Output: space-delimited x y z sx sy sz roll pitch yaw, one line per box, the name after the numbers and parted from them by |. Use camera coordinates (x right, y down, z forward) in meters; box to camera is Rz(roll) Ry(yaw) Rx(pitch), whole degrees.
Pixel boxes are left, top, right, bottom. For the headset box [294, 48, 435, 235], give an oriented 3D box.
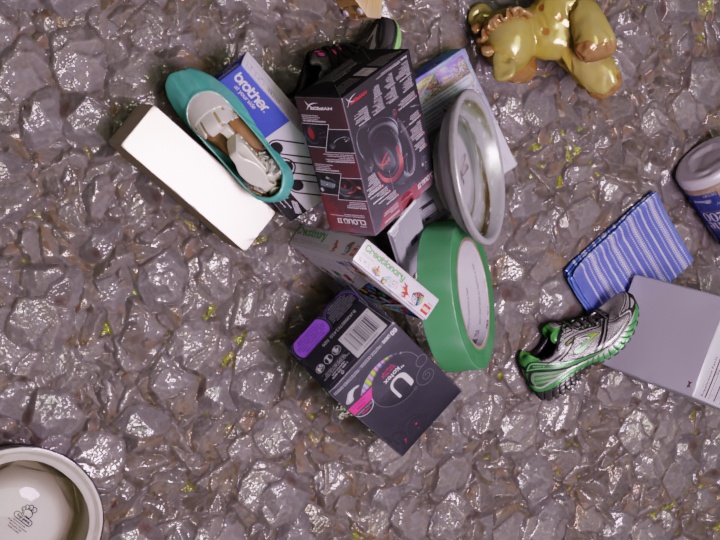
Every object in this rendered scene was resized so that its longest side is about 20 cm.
0.013 -0.148 1.390 0.149 0.075 0.201 -43 129 -41 | headset box

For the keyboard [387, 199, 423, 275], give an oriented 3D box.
0.064 -0.034 1.486 0.011 0.200 0.056 31 78 16 | keyboard

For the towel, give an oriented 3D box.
0.405 -0.005 1.717 0.200 0.024 0.145 -41 113 -13 | towel

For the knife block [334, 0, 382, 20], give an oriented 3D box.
0.005 -0.441 1.439 0.176 0.064 0.200 -44 113 -11 | knife block

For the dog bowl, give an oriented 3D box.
-0.413 0.297 1.368 0.199 0.074 0.201 -4 100 -23 | dog bowl

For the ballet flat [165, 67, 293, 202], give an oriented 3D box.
-0.152 -0.158 1.347 0.067 0.070 0.200 -41 104 9 | ballet flat

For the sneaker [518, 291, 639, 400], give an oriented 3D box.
0.317 0.098 1.653 0.200 0.078 0.085 -40 109 -3 | sneaker

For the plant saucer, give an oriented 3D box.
0.134 -0.130 1.471 0.200 0.050 0.201 -6 90 -67 | plant saucer

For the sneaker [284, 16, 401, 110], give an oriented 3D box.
-0.025 -0.255 1.450 0.200 0.077 0.084 -47 118 -12 | sneaker

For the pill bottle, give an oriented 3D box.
0.570 -0.097 1.728 0.111 0.111 0.200 -46 113 -11 | pill bottle

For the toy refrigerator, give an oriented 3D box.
-0.202 -0.115 1.393 0.200 0.076 0.070 41 81 -24 | toy refrigerator

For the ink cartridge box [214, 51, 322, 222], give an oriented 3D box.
-0.112 -0.163 1.418 0.094 0.044 0.200 -32 114 24 | ink cartridge box

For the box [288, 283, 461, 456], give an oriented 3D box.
0.021 0.131 1.479 0.122 0.106 0.200 -47 136 -2 | box

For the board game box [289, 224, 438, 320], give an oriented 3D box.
0.000 0.000 1.436 0.126 0.200 0.035 39 80 -25 | board game box

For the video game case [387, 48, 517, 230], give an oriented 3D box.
0.090 -0.169 1.534 0.200 0.045 0.182 -34 112 -16 | video game case

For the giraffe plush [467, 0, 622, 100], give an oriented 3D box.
0.238 -0.309 1.531 0.162 0.173 0.201 -23 120 3 | giraffe plush

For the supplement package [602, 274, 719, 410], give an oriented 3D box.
0.504 0.119 1.679 0.199 0.191 0.148 22 89 -32 | supplement package

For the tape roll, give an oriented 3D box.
0.128 0.033 1.512 0.048 0.200 0.201 -8 106 20 | tape roll
